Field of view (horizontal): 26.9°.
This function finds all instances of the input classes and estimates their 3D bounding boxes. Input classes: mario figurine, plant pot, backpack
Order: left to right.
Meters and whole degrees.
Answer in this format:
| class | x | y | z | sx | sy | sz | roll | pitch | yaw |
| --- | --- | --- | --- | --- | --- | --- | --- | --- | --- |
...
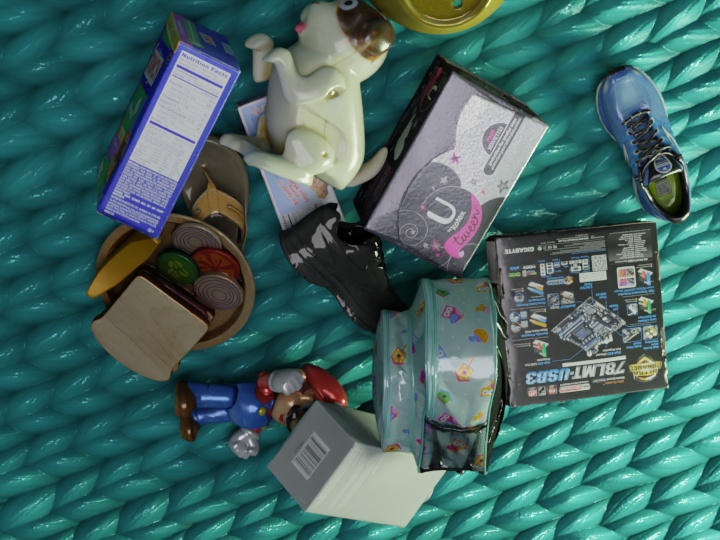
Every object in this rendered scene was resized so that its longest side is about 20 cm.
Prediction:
| class | x | y | z | sx | sy | sz | roll | pitch | yaw |
| --- | --- | --- | --- | --- | --- | --- | --- | --- | --- |
| mario figurine | -0.114 | 0.167 | 1.752 | 0.199 | 0.123 | 0.107 | -6 | 87 | 1 |
| plant pot | 0.082 | -0.326 | 1.574 | 0.199 | 0.142 | 0.201 | -1 | 122 | -1 |
| backpack | 0.089 | 0.106 | 1.665 | 0.153 | 0.176 | 0.200 | 8 | 134 | -6 |

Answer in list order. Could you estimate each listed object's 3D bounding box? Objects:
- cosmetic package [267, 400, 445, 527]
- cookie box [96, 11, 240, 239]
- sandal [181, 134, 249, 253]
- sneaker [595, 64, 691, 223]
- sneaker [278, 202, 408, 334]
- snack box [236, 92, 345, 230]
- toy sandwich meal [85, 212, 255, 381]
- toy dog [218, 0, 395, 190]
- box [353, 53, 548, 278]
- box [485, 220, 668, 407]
| class | x | y | z | sx | sy | sz | roll | pitch | yaw |
| --- | --- | --- | --- | --- | --- | --- | --- | --- | --- |
| cosmetic package | 0.002 | 0.227 | 1.753 | 0.107 | 0.090 | 0.200 | -54 | 145 | 10 |
| cookie box | -0.208 | -0.158 | 1.606 | 0.075 | 0.171 | 0.201 | 24 | 103 | -17 |
| sandal | -0.164 | -0.055 | 1.705 | 0.080 | 0.054 | 0.201 | -2 | 109 | -6 |
| sneaker | 0.333 | -0.141 | 1.714 | 0.078 | 0.089 | 0.200 | -28 | 109 | 2 |
| sneaker | 0.000 | 0.000 | 1.712 | 0.091 | 0.076 | 0.200 | -40 | 126 | 14 |
| snack box | -0.073 | -0.107 | 1.714 | 0.072 | 0.024 | 0.201 | -20 | 109 | 0 |
| toy sandwich meal | -0.217 | 0.029 | 1.695 | 0.204 | 0.070 | 0.206 | 4 | 123 | 6 |
| toy dog | -0.036 | -0.194 | 1.610 | 0.193 | 0.140 | 0.201 | 18 | 100 | -17 |
| box | 0.099 | -0.116 | 1.683 | 0.132 | 0.115 | 0.200 | 27 | 104 | -14 |
| box | 0.254 | 0.049 | 1.759 | 0.199 | 0.050 | 0.199 | -6 | 95 | -10 |
